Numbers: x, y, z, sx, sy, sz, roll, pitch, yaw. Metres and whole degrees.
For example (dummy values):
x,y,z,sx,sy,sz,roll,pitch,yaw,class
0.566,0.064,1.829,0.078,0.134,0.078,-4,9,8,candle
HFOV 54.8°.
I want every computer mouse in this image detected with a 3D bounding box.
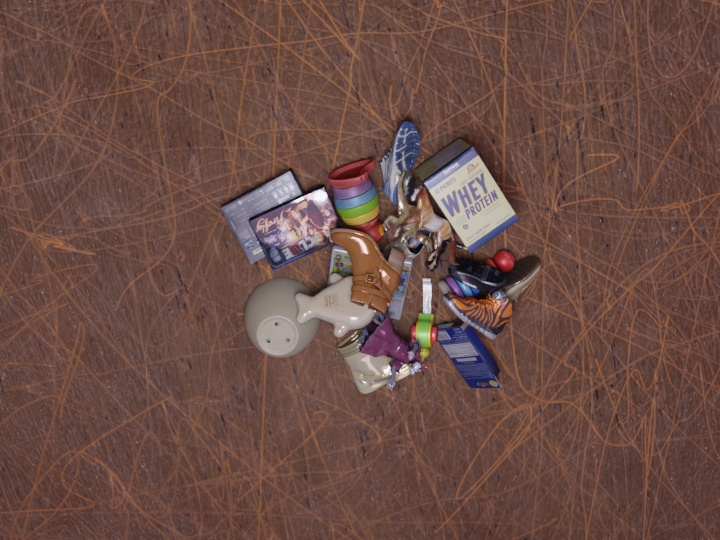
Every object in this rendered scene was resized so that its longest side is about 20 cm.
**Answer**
x,y,z,sx,sy,sz,roll,pitch,yaw,class
0.259,-0.008,1.697,0.197,0.141,0.046,15,126,8,computer mouse

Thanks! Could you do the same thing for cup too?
x,y,z,sx,sy,sz,roll,pitch,yaw,class
-0.199,0.135,1.726,0.197,0.143,0.203,0,106,-2,cup

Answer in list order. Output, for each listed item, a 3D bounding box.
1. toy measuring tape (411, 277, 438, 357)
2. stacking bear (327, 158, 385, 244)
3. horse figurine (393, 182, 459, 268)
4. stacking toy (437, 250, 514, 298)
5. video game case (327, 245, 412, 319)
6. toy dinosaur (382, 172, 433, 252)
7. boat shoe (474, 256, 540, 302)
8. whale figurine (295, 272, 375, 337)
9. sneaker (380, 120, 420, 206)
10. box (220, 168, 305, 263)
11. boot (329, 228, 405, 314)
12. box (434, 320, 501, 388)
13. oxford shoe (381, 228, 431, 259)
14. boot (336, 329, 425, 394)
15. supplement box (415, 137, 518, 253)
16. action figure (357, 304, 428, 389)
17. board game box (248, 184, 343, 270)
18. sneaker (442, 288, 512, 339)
x,y,z,sx,sy,sz,roll,pitch,yaw,class
0.163,0.122,1.754,0.072,0.074,0.203,1,98,-1,toy measuring tape
0.002,-0.147,1.670,0.112,0.122,0.202,-8,117,23,stacking bear
0.162,-0.093,1.614,0.199,0.050,0.134,37,73,-27,horse figurine
0.295,0.013,1.741,0.199,0.085,0.086,-33,105,2,stacking toy
0.018,0.032,1.728,0.197,0.022,0.184,10,126,0,video game case
0.101,-0.125,1.645,0.100,0.058,0.202,-29,108,-9,toy dinosaur
0.379,0.047,1.761,0.199,0.072,0.076,-37,124,13,boat shoe
-0.057,0.087,1.683,0.197,0.104,0.161,-8,72,0,whale figurine
0.082,-0.258,1.642,0.076,0.085,0.203,-14,123,-37,sneaker
-0.218,-0.132,1.696,0.198,0.051,0.159,-28,105,6,box
0.000,0.000,1.614,0.198,0.074,0.156,23,75,-5,boot
0.277,0.218,1.780,0.032,0.121,0.201,-43,106,-32,box
0.102,-0.044,1.716,0.070,0.074,0.201,35,103,-11,oxford shoe
0.052,0.213,1.794,0.198,0.073,0.157,-26,104,9,boot
0.242,-0.180,1.614,0.134,0.200,0.201,-34,104,9,supplement box
0.086,0.193,1.733,0.199,0.150,0.134,35,123,-21,action figure
-0.149,-0.102,1.664,0.198,0.035,0.137,-24,108,3,board game box
0.291,0.078,1.684,0.199,0.078,0.112,31,102,-34,sneaker
